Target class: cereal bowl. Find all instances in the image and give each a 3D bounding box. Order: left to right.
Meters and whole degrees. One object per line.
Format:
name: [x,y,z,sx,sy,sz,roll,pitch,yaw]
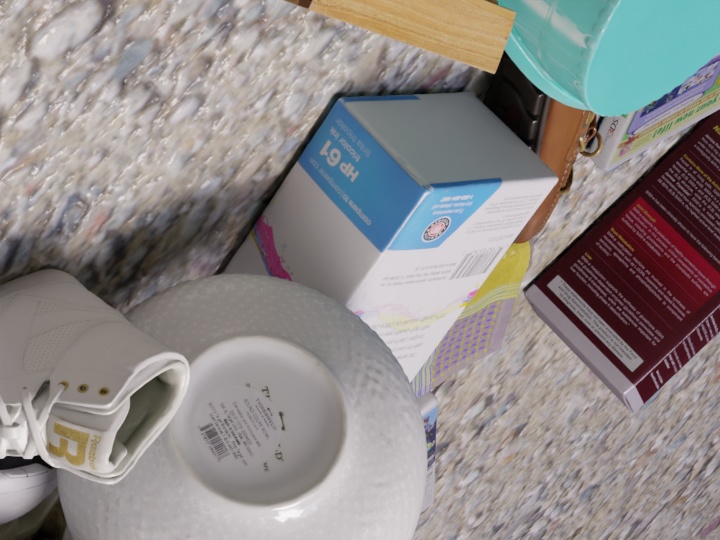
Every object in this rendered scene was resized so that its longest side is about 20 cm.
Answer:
cereal bowl: [-0.057,0.090,1.339,0.200,0.200,0.083,-35,169,-21]

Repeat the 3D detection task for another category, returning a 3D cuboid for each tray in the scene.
tray: [-0.013,-0.135,1.196,0.200,0.098,0.037,11,101,-64]

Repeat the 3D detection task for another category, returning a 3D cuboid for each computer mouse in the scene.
computer mouse: [-0.209,0.119,1.334,0.109,0.044,0.200,-29,177,36]

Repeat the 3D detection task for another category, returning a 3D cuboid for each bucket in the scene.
bucket: [0.131,-0.186,1.315,0.207,0.135,0.207,-37,157,-18]

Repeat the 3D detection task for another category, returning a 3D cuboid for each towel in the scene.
towel: [0.033,0.055,1.731,0.200,0.023,0.144,-31,155,-32]

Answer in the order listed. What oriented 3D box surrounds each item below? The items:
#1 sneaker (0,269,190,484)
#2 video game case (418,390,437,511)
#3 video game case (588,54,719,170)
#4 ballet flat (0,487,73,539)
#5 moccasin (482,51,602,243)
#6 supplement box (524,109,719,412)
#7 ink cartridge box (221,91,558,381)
sneaker: [-0.173,0.067,1.242,0.200,0.115,0.074,-29,135,-40]
video game case: [-0.026,0.182,1.856,0.200,0.023,0.182,-36,157,-17]
video game case: [0.248,-0.167,1.712,0.200,0.022,0.182,-29,153,-36]
ballet flat: [-0.193,0.146,1.438,0.200,0.068,0.067,-15,138,-54]
moccasin: [0.111,-0.095,1.543,0.078,0.074,0.202,-22,140,-28]
supplement box: [0.226,-0.009,1.841,0.200,0.109,0.061,-43,159,-1]
ink cartridge box: [0.000,0.000,1.488,0.144,0.085,0.200,-8,137,-56]
